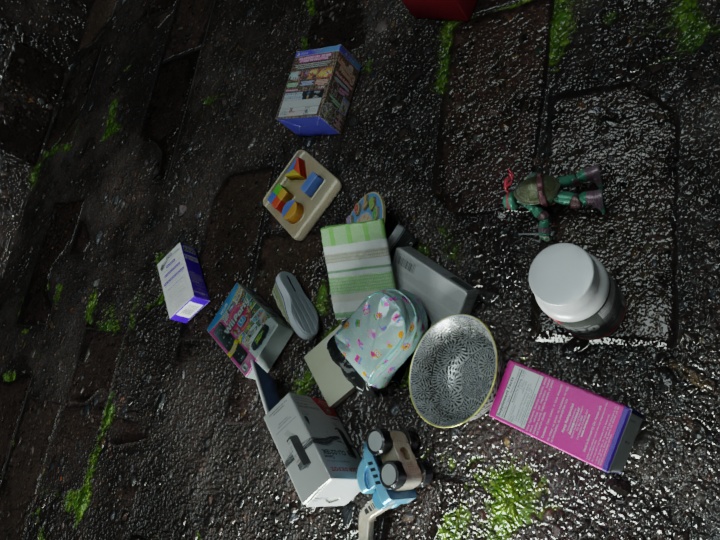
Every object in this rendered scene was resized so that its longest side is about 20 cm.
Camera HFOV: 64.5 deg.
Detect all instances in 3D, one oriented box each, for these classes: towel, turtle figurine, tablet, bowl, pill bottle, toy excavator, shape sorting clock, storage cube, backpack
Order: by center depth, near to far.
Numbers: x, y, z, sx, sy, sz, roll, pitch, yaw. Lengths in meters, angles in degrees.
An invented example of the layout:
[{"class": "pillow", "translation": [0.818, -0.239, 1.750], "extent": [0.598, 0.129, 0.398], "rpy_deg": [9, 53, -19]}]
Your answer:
[{"class": "pill bottle", "translation": [0.344, 0.036, 0.907], "extent": [0.113, 0.199, 0.115], "rpy_deg": [-14, 65, 31]}, {"class": "bowl", "translation": [0.189, 0.187, 1.019], "extent": [0.200, 0.094, 0.203], "rpy_deg": [-30, 49, 41]}, {"class": "turtle figurine", "translation": [0.338, -0.131, 1.047], "extent": [0.198, 0.101, 0.151], "rpy_deg": [-9, 68, 27]}, {"class": "toy excavator", "translation": [0.039, 0.419, 1.066], "extent": [0.200, 0.099, 0.195], "rpy_deg": [-47, 49, 28]}, {"class": "backpack", "translation": [0.040, 0.129, 1.100], "extent": [0.167, 0.126, 0.200], "rpy_deg": [47, 109, 19]}, {"class": "towel", "translation": [0.000, 0.000, 1.182], "extent": [0.148, 0.031, 0.202], "rpy_deg": [-5, 98, 24]}, {"class": "tablet", "translation": [-0.191, 0.300, 1.247], "extent": [0.014, 0.130, 0.201], "rpy_deg": [-26, 57, -1]}, {"class": "shape sorting clock", "translation": [-0.001, -0.078, 1.260], "extent": [0.200, 0.039, 0.202], "rpy_deg": [-37, 47, 52]}, {"class": "storage cube", "translation": [0.183, -0.708, 1.320], "extent": [0.199, 0.179, 0.172], "rpy_deg": [24, 88, 38]}]

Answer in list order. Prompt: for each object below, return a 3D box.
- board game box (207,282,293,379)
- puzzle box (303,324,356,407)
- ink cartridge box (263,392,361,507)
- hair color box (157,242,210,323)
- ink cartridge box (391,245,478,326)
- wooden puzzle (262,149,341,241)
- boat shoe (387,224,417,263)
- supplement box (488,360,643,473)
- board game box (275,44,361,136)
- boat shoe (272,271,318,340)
[{"class": "board game box", "translation": [-0.272, 0.147, 1.393], "extent": [0.200, 0.064, 0.148], "rpy_deg": [37, 96, 40]}, {"class": "puzzle box", "translation": [-0.020, 0.181, 1.222], "extent": [0.200, 0.025, 0.134], "rpy_deg": [-41, 59, 16]}, {"class": "ink cartridge box", "translation": [-0.085, 0.355, 1.135], "extent": [0.084, 0.144, 0.201], "rpy_deg": [-44, 53, 13]}, {"class": "hair color box", "translation": [-0.502, 0.034, 1.612], "extent": [0.109, 0.065, 0.201], "rpy_deg": [-38, 56, 19]}, {"class": "ink cartridge box", "translation": [0.127, 0.072, 1.155], "extent": [0.200, 0.043, 0.175], "rpy_deg": [36, 121, 39]}, {"class": "wooden puzzle", "translation": [-0.161, -0.201, 1.464], "extent": [0.186, 0.046, 0.200], "rpy_deg": [-52, 52, 8]}, {"class": "boat shoe", "translation": [0.047, -0.004, 1.228], "extent": [0.056, 0.069, 0.201], "rpy_deg": [34, 99, 0]}, {"class": "supplement box", "translation": [0.324, 0.230, 0.912], "extent": [0.199, 0.101, 0.104], "rpy_deg": [21, 86, 40]}, {"class": "board game box", "translation": [-0.109, -0.466, 1.493], "extent": [0.158, 0.097, 0.202], "rpy_deg": [8, 78, 38]}, {"class": "boat shoe", "translation": [-0.154, 0.091, 1.346], "extent": [0.062, 0.071, 0.201], "rpy_deg": [-60, 42, 34]}]
